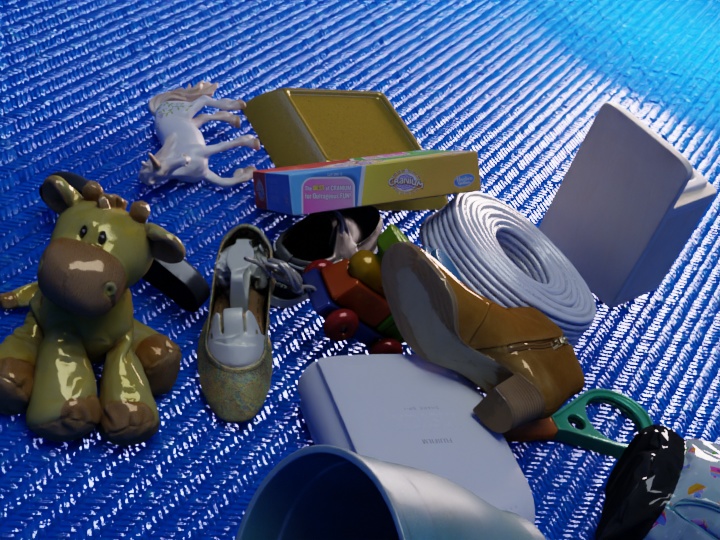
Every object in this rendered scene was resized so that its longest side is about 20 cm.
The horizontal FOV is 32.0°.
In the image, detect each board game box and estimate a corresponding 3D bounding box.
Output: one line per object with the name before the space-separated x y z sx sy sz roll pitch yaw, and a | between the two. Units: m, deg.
board game box | 0.003 -0.092 1.290 0.198 0.041 0.153 -9 8 -18

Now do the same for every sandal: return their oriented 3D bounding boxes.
sandal | -0.227 -0.026 1.165 0.199 0.076 0.043 35 64 16

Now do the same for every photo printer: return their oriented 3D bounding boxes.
photo printer | 0.049 0.162 1.075 0.165 0.070 0.201 2 41 -27

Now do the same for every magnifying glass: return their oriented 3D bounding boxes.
magnifying glass | 0.201 0.150 1.216 0.198 0.023 0.080 -1 43 -28

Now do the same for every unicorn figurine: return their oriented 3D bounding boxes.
unicorn figurine | -0.179 -0.133 1.333 0.136 0.075 0.200 -6 30 -20

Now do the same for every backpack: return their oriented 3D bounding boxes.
backpack | 0.313 0.231 1.087 0.199 0.127 0.167 31 33 6

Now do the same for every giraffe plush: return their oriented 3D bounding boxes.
giraffe plush | -0.218 0.020 1.029 0.171 0.163 0.201 9 39 -18

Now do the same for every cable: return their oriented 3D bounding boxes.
cable | 0.152 0.003 1.291 0.199 0.069 0.201 33 27 -21

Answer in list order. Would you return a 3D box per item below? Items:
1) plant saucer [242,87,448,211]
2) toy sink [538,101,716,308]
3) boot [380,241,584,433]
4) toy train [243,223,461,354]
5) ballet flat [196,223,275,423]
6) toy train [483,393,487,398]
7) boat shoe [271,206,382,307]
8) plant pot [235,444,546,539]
plant saucer | -0.012 -0.150 1.452 0.198 0.049 0.201 -3 44 -31
toy sink | 0.308 -0.083 1.414 0.111 0.201 0.130 -18 51 -42
boot | 0.114 0.049 1.143 0.144 0.071 0.202 -21 73 -53
toy train | 0.000 0.000 1.151 0.200 0.116 0.085 35 21 -43
ballet flat | -0.109 0.039 1.122 0.070 0.071 0.201 13 48 -13
toy train | 0.120 0.063 1.269 0.045 0.034 0.201 7 40 -26
boat shoe | -0.032 -0.029 1.276 0.072 0.068 0.200 34 36 17
plant pot | 0.037 0.232 0.891 0.187 0.201 0.201 12 35 -38
